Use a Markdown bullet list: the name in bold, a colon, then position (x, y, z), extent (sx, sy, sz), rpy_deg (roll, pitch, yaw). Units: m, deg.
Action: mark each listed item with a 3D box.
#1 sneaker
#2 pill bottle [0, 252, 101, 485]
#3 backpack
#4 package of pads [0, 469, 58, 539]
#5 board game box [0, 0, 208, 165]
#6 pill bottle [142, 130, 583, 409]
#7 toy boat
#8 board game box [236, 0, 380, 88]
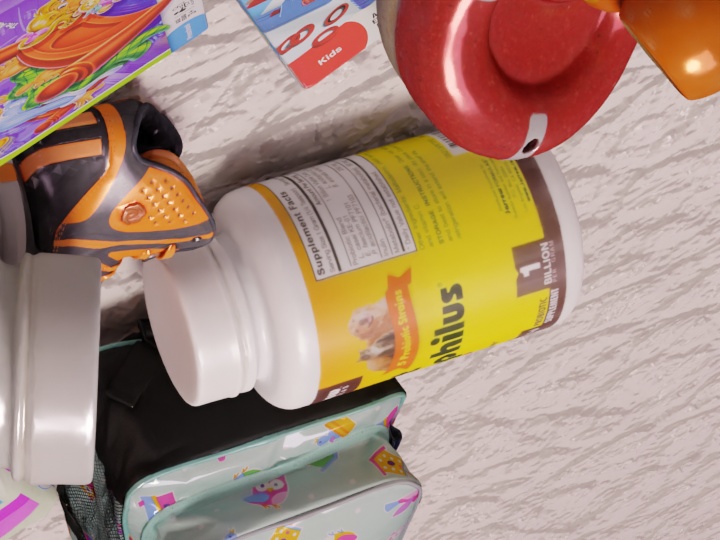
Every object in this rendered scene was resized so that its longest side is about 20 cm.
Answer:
- **sneaker**: position (-0.123, -0.001, 1.201), extent (0.111, 0.078, 0.200), rpy_deg (-15, 150, -19)
- **pill bottle**: position (-0.207, 0.036, 1.086), extent (0.199, 0.114, 0.114), rpy_deg (3, 146, -6)
- **backpack**: position (-0.066, 0.118, 1.378), extent (0.175, 0.154, 0.200), rpy_deg (-21, 159, -23)
- **package of pads**: position (-0.269, 0.120, 1.289), extent (0.199, 0.068, 0.154), rpy_deg (-32, 152, 8)
- **board game box**: position (-0.125, -0.094, 0.899), extent (0.134, 0.045, 0.200), rpy_deg (-34, 170, -6)
- **pill bottle**: position (0.000, 0.000, 1.274), extent (0.199, 0.110, 0.109), rpy_deg (-17, 151, -18)
- **toy boat**: position (0.100, -0.116, 1.007), extent (0.130, 0.131, 0.200), rpy_deg (-4, 139, -44)
- **board game box**: position (0.014, -0.186, 1.007), extent (0.200, 0.056, 0.196), rpy_deg (-36, 152, 2)
